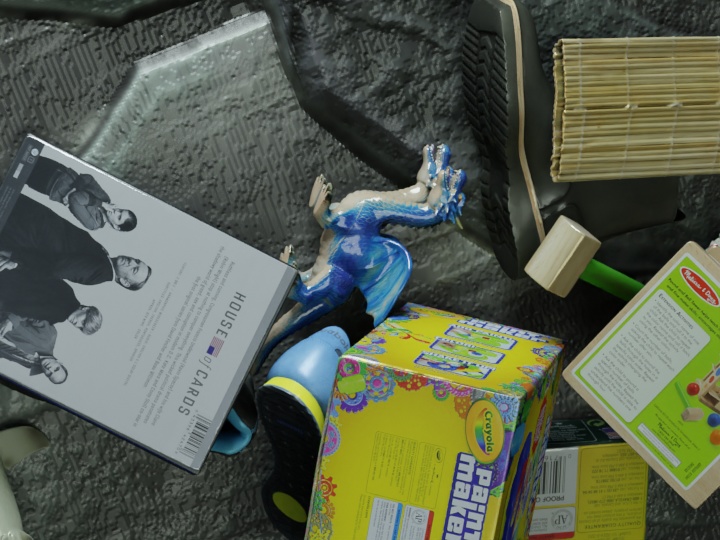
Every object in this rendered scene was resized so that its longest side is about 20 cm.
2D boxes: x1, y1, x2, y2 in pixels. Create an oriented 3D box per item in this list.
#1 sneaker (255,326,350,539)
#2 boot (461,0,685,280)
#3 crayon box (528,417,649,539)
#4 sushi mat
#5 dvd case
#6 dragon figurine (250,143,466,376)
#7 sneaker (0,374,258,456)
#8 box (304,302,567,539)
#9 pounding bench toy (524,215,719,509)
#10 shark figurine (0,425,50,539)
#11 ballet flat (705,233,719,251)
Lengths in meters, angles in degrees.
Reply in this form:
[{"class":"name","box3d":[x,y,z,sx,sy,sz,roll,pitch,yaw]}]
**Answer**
[{"class":"sneaker","box3d":[-0.025,0.119,1.525,0.079,0.066,0.201,-50,154,-34]},{"class":"boot","box3d":[0.148,-0.105,1.512,0.138,0.078,0.201,-16,122,-14]},{"class":"crayon box","box3d":[0.140,0.210,1.621,0.126,0.051,0.201,-3,108,-12]},{"class":"sushi mat","box3d":[0.209,-0.111,1.508,0.199,0.012,0.096,-5,101,-34]},{"class":"dvd case","box3d":[-0.161,0.022,1.448,0.199,0.025,0.151,27,83,-2]},{"class":"dragon figurine","box3d":[0.000,0.000,1.508,0.099,0.059,0.201,23,96,-13]},{"class":"sneaker","box3d":[-0.159,0.071,1.487,0.199,0.082,0.074,14,107,-16]},{"class":"box","box3d":[0.047,0.145,1.468,0.121,0.193,0.201,12,102,11]},{"class":"pounding bench toy","box3d":[0.212,0.042,1.520,0.200,0.156,0.124,45,102,12]},{"class":"shark figurine","box3d":[-0.267,0.185,1.497,0.089,0.128,0.216,-16,84,35]},{"class":"ballet flat","box3d":[0.345,0.006,1.593,0.199,0.064,0.076,5,108,-14]}]
